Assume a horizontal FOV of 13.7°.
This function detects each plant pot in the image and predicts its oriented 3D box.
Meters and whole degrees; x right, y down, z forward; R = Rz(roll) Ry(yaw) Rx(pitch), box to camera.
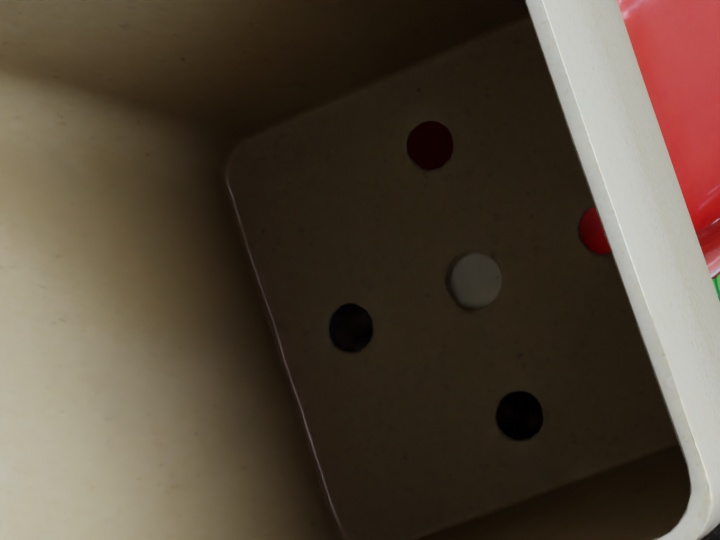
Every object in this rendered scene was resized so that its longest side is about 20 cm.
[{"bbox_3d":[0.000,0.000,0.789,0.177,0.200,0.200,2,68,-66],"label":"plant pot"}]

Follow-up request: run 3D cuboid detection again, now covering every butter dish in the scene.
[{"bbox_3d":[0.061,-0.090,0.946,0.199,0.200,0.148,-36,121,-38],"label":"butter dish"}]

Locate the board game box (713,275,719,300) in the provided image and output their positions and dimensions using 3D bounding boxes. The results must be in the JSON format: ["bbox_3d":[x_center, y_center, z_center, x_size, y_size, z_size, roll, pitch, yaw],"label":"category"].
[{"bbox_3d":[0.128,0.014,0.996,0.048,0.102,0.200,40,40,6],"label":"board game box"}]
